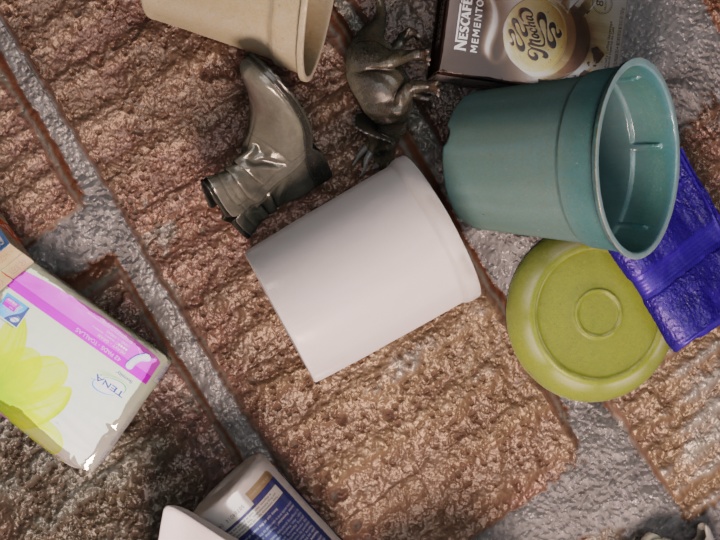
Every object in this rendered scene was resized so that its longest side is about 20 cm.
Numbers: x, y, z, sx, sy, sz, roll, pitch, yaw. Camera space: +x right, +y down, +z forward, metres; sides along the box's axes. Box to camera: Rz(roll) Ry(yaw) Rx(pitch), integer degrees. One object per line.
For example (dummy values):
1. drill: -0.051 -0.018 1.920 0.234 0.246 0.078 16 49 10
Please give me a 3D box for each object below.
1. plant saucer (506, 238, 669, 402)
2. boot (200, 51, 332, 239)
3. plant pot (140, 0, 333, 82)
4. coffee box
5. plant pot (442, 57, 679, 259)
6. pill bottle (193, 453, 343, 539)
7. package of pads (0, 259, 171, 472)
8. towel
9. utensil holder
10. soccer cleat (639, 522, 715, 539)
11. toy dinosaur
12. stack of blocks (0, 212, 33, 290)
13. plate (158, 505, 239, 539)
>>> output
1. plant saucer: 0.263 0.048 1.618 0.198 0.031 0.202 0 91 -7
2. boot: -0.112 -0.121 1.504 0.130 0.201 0.068 -37 50 -9
3. plant pot: -0.125 -0.313 1.502 0.182 0.200 0.202 12 89 4
4. coffee box: 0.181 -0.252 1.582 0.198 0.080 0.114 7 90 -7
5. plant pot: 0.203 -0.115 1.506 0.195 0.200 0.202 2 90 36
6. pill bottle: -0.080 0.302 1.535 0.111 0.111 0.200 -42 95 -5
7. package of pads: -0.322 0.101 1.525 0.199 0.068 0.155 35 85 -5
8. towel: 0.352 -0.030 1.601 0.147 0.050 0.201 -35 92 -23
9. utensil holder: 0.000 0.000 1.517 0.199 0.170 0.171 -29 93 -5
10. soccer cleat: 0.309 0.335 1.609 0.198 0.069 0.078 -11 86 -14
11. toy dinosaur: 0.025 -0.211 1.564 0.101 0.077 0.202 -13 92 -7
12. stack of blocks: -0.451 0.005 1.485 0.200 0.059 0.115 -39 67 -1
13. plate: -0.126 0.345 1.495 0.199 0.032 0.201 27 130 14
